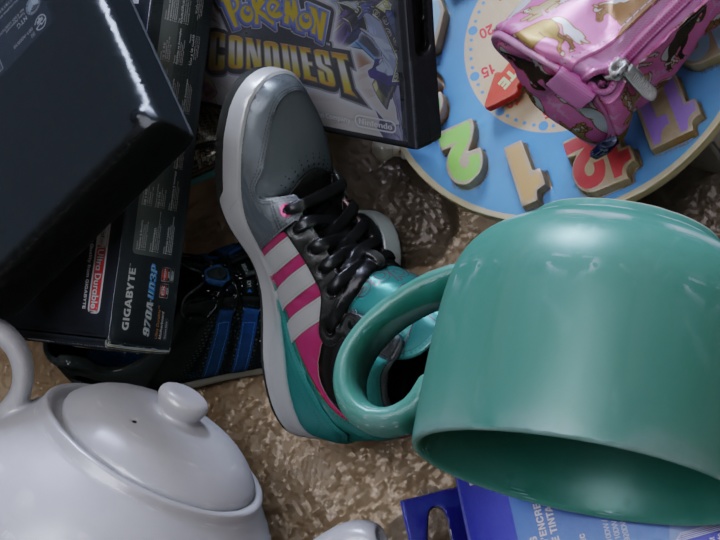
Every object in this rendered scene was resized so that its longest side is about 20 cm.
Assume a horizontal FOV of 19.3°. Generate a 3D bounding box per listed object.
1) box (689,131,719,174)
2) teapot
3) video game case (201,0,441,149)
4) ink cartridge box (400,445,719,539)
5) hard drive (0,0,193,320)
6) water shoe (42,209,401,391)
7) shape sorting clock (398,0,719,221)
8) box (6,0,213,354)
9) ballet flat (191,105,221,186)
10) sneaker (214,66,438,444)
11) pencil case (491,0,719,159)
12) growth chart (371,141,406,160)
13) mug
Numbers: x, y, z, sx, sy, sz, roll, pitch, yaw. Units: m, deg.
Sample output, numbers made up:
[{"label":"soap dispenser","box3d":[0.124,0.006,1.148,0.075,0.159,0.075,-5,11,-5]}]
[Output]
[{"label":"box","box3d":[0.191,-0.155,1.079,0.082,0.068,0.201,20,84,27]},{"label":"teapot","box3d":[-0.123,0.119,1.049,0.197,0.199,0.147,40,109,44]},{"label":"video game case","box3d":[-0.049,-0.164,1.064,0.199,0.025,0.182,15,119,38]},{"label":"ink cartridge box","box3d":[0.122,0.111,1.028,0.199,0.076,0.137,-19,69,18]},{"label":"hard drive","box3d":[-0.168,-0.094,1.053,0.139,0.033,0.201,-42,52,21]},{"label":"water shoe","box3d":[-0.073,0.021,1.128,0.199,0.079,0.072,-24,68,14]},{"label":"shape sorting clock","box3d":[0.100,-0.118,1.048,0.199,0.039,0.201,-7,71,23]},{"label":"box","box3d":[-0.156,-0.061,1.104,0.158,0.046,0.201,5,86,41]},{"label":"ballet flat","box3d":[-0.147,-0.053,1.165,0.199,0.068,0.076,-28,101,26]},{"label":"sneaker","box3d":[0.000,0.000,1.035,0.120,0.083,0.201,9,121,40]},{"label":"pencil case","box3d":[0.154,-0.146,0.974,0.200,0.083,0.087,-44,61,-5]},{"label":"growth chart","box3d":[0.057,-0.145,1.141,0.144,0.018,0.201,-2,74,4]},{"label":"mug","box3d":[0.092,0.033,0.926,0.184,0.152,0.115,15,74,-9]}]
